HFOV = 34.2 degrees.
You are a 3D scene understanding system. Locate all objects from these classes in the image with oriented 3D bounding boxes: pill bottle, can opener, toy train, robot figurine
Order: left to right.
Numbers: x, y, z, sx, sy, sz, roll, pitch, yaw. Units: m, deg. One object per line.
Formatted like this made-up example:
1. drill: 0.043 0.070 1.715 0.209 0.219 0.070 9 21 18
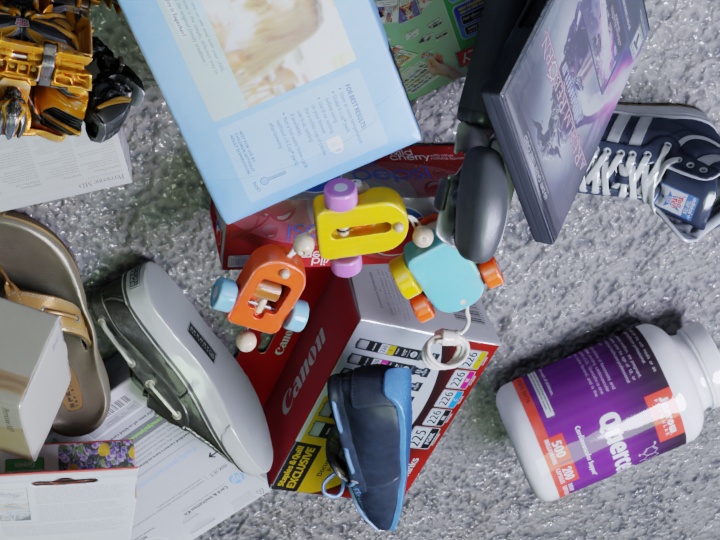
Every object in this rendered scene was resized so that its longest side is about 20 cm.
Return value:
1. robot figurine: -0.191 -0.143 0.641 0.143 0.201 0.059 7 128 -23
2. toy train: 0.000 0.000 0.829 0.197 0.056 0.151 13 125 -22
3. can opener: 0.097 -0.105 0.761 0.053 0.067 0.203 10 98 -24
4. pill bottle: 0.229 0.122 1.057 0.197 0.113 0.113 -24 133 4

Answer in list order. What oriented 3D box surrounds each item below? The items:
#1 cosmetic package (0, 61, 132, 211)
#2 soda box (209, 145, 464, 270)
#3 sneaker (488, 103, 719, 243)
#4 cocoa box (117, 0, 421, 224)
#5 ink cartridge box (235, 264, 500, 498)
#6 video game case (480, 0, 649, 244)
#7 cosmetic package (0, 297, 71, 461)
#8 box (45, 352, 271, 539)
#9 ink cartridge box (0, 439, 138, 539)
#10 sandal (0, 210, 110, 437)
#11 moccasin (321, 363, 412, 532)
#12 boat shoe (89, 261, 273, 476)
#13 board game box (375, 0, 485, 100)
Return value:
1. cosmetic package: -0.258 -0.082 0.774 0.197 0.051 0.083 -13 130 -6
2. soda box: -0.009 -0.048 0.866 0.196 0.070 0.064 -2 130 -15
3. sneaker: 0.197 -0.073 0.883 0.196 0.109 0.071 -5 131 -13
4. cocoa box: -0.063 -0.158 0.683 0.132 0.132 0.202 -22 117 3
5. ink cartridge box: -0.010 0.092 0.978 0.173 0.084 0.202 11 126 -24
6. video game case: 0.141 -0.140 0.769 0.019 0.202 0.144 10 149 31
7. cosmetic package: -0.304 0.053 0.794 0.197 0.072 0.106 17 149 2
8. box: -0.193 0.169 1.016 0.155 0.041 0.200 -34 130 14
9. ink cartridge box: -0.226 0.164 0.894 0.107 0.051 0.201 -1 152 -15
10. sandal: -0.238 0.046 0.868 0.079 0.054 0.203 -16 116 -1
11. moccasin: 0.005 0.131 0.906 0.067 0.081 0.202 5 136 5
12. boat shoe: -0.139 0.086 0.928 0.063 0.071 0.202 -25 110 18
13. board game box: 0.035 -0.184 0.793 0.197 0.029 0.135 -24 133 4
